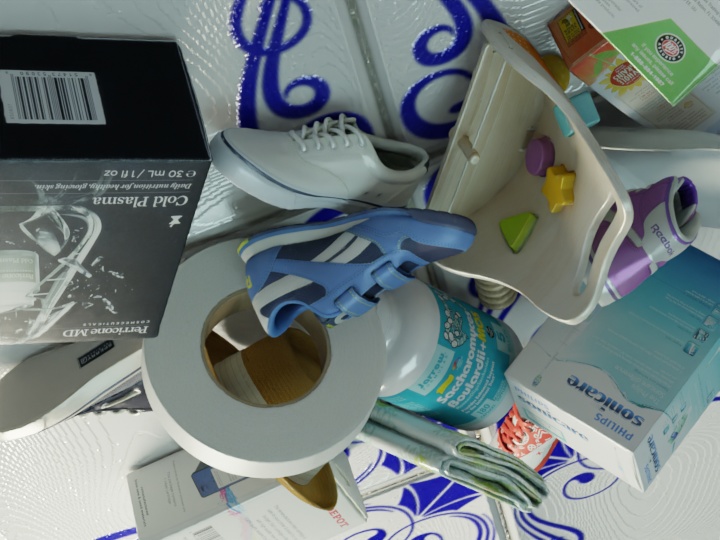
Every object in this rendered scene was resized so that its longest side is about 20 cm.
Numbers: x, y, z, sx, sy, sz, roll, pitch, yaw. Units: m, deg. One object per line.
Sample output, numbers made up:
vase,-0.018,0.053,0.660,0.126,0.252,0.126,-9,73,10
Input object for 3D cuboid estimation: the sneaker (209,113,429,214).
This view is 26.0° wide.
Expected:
sneaker,-0.029,-0.090,1.209,0.199,0.073,0.071,7,127,-45

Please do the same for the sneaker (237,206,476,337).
sneaker,0.000,0.000,1.224,0.198,0.083,0.074,-12,164,23

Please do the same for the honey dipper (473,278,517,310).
honey dipper,0.105,-0.036,1.361,0.038,0.038,0.201,-20,142,0

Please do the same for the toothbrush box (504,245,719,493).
toothbrush box,0.248,0.072,1.404,0.200,0.146,0.086,-50,146,-17

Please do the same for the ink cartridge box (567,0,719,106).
ink cartridge box,0.239,-0.239,1.072,0.146,0.084,0.200,43,117,-9

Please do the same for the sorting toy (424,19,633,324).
sorting toy,0.142,-0.059,1.203,0.106,0.181,0.201,-4,131,-30

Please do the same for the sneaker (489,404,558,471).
sneaker,0.171,0.143,1.594,0.201,0.068,0.107,-42,138,21

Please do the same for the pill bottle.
pill bottle,0.052,0.070,1.405,0.111,0.112,0.199,-39,140,24

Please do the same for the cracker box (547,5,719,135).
cracker box,0.260,-0.176,1.238,0.134,0.058,0.199,-37,140,24

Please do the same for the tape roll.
tape roll,-0.078,0.067,1.265,0.200,0.205,0.037,-8,153,-16

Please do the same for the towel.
towel,0.064,0.164,1.486,0.171,0.199,0.049,30,81,-46

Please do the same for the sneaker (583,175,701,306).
sneaker,0.226,-0.041,1.295,0.114,0.201,0.073,-35,108,10

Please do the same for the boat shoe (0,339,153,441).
boat shoe,-0.223,0.105,1.347,0.198,0.075,0.093,-27,137,9

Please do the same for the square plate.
square plate,0.273,-0.078,1.306,0.199,0.029,0.197,8,166,44

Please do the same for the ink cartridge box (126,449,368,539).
ink cartridge box,-0.110,0.227,1.548,0.198,0.088,0.146,-23,144,7

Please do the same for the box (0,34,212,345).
box,-0.229,-0.054,1.108,0.198,0.125,0.197,-2,142,-23

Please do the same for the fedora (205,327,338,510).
fedora,-0.057,0.111,1.350,0.081,0.201,0.201,-35,142,7
